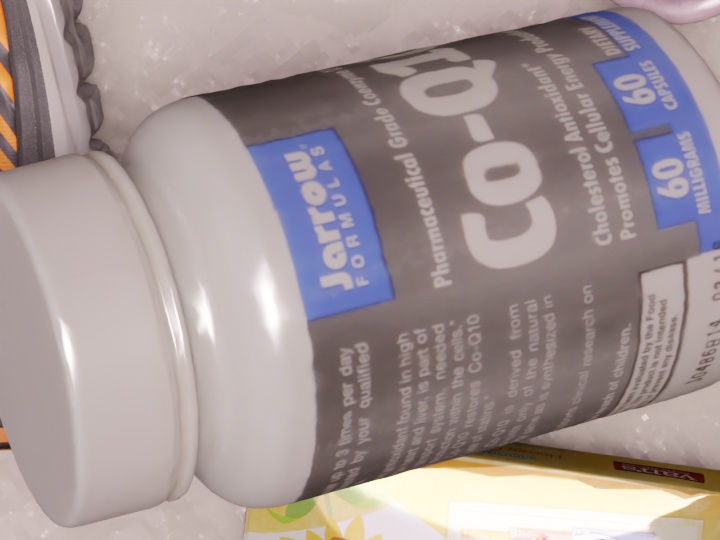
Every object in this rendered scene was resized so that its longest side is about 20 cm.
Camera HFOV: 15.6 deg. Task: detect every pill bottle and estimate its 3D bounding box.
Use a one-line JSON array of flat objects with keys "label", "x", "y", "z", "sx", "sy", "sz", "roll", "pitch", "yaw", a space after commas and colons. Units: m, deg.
[{"label": "pill bottle", "x": 0.000, "y": 0.000, "z": 0.724, "sx": 0.199, "sy": 0.114, "sz": 0.115, "roll": -14, "pitch": 95, "yaw": -21}]

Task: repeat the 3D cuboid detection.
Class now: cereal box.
[{"label": "cereal box", "x": 0.028, "y": 0.151, "z": 0.780, "sx": 0.143, "sy": 0.040, "sz": 0.201, "roll": 8, "pitch": 97, "yaw": 2}]

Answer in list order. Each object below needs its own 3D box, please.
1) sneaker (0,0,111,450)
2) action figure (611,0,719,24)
[{"label": "sneaker", "x": -0.133, "y": -0.042, "z": 0.772, "sx": 0.111, "sy": 0.078, "sz": 0.201, "roll": -10, "pitch": 94, "yaw": 1}, {"label": "action figure", "x": 0.172, "y": -0.142, "z": 0.748, "sx": 0.199, "sy": 0.134, "sz": 0.150, "roll": -14, "pitch": 133, "yaw": -23}]
